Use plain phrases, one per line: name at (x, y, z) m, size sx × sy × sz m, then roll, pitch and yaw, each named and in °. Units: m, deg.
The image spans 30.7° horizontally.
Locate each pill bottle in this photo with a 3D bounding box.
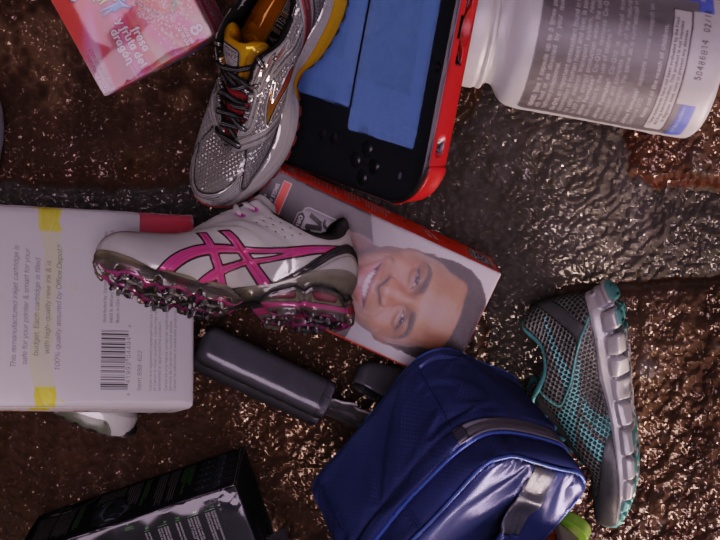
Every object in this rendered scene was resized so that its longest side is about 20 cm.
pill bottle at (0.160, -0.171, 0.975) m, size 0.197 × 0.114 × 0.116 m, roll 10°, pitch 102°, yaw -3°

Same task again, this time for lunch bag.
lunch bag at (0.064, 0.180, 1.005) m, size 0.135 × 0.133 × 0.201 m, roll 20°, pitch 116°, yaw -39°

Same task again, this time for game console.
game console at (0.008, -0.162, 0.961) m, size 0.031 × 0.176 × 0.203 m, roll -1°, pitch 106°, yaw -46°

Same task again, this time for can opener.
can opener at (-0.036, 0.088, 1.067) m, size 0.198 × 0.053 × 0.068 m, roll 25°, pitch 68°, yaw -5°

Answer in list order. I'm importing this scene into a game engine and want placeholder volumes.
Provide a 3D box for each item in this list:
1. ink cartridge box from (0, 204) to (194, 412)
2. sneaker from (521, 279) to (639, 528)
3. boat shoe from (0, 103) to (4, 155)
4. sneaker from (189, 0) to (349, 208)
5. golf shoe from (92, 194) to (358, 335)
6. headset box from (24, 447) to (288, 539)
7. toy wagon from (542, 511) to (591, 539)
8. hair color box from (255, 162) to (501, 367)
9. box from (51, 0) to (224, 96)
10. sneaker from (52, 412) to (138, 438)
ink cartridge box at (-0.229, 0.031, 0.978) m, size 0.197 × 0.083 × 0.148 m, roll 3°, pitch 81°, yaw -21°
sneaker at (0.177, 0.109, 1.064) m, size 0.090 × 0.078 × 0.203 m, roll -5°, pitch 98°, yaw 16°
boat shoe at (-0.334, -0.054, 1.017) m, size 0.073 × 0.065 × 0.202 m, roll 21°, pitch 101°, yaw -5°
sneaker at (-0.084, -0.143, 0.959) m, size 0.077 × 0.082 × 0.202 m, roll 27°, pitch 102°, yaw 27°
golf shoe at (-0.096, -0.010, 0.955) m, size 0.197 × 0.072 × 0.094 m, roll 9°, pitch 74°, yaw -23°
headset box at (-0.150, 0.261, 1.070) m, size 0.197 × 0.093 × 0.176 m, roll -19°, pitch 101°, yaw 3°
toy wagon at (0.129, 0.257, 1.014) m, size 0.039 × 0.156 × 0.200 m, roll 34°, pitch 144°, yaw -2°
hair color box at (0.000, 0.000, 1.035) m, size 0.198 × 0.061 × 0.103 m, roll 23°, pitch 99°, yaw -6°
box at (-0.187, -0.241, 0.962) m, size 0.094 × 0.103 × 0.202 m, roll -27°, pitch 100°, yaw 7°
sneaker at (-0.255, 0.057, 1.047) m, size 0.198 × 0.077 × 0.090 m, roll 25°, pitch 88°, yaw -11°
